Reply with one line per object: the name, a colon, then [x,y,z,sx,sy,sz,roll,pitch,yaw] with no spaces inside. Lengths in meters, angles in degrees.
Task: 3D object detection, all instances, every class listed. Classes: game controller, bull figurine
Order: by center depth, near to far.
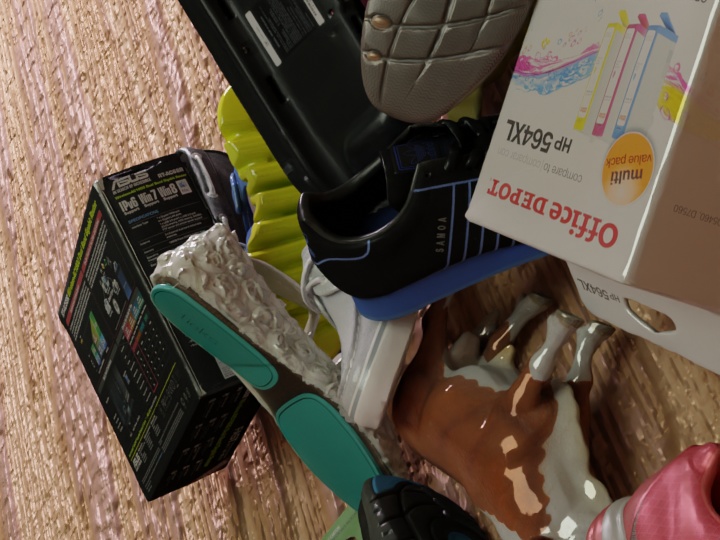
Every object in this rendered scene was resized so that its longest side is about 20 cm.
bull figurine: [0.078,0.074,0.916,0.200,0.065,0.122,27,98,58]
game controller: [-0.042,-0.133,0.986,0.104,0.042,0.201,-35,85,38]

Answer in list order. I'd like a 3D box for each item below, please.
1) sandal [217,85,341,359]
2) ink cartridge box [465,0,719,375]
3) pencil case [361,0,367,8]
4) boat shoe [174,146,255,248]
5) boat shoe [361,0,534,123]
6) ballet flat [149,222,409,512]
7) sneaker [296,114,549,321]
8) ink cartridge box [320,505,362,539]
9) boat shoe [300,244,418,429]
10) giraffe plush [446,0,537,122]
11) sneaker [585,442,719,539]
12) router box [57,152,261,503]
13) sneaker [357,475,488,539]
sandal: [-0.044,-0.022,1.159,0.087,0.079,0.201,92,172,-68]
ink cartridge box: [0.148,-0.065,0.802,0.128,0.125,0.201,26,99,58]
pencil case: [-0.024,-0.167,1.036,0.088,0.088,0.201,10,122,59]
boat shoe: [-0.095,-0.001,1.220,0.074,0.068,0.201,-41,45,43]
boat shoe: [0.064,-0.160,0.852,0.201,0.075,0.072,-63,-12,8]
ballet flat: [-0.032,0.051,1.022,0.072,0.200,0.072,-41,12,11]
sneaker: [0.063,-0.046,0.909,0.199,0.078,0.070,-29,41,14]
ink cartridge box: [-0.019,0.222,1.012,0.104,0.059,0.201,-55,37,30]
boat shoe: [0.000,0.000,1.013,0.072,0.068,0.201,107,174,-51]
giraffe plush: [0.088,-0.178,0.942,0.161,0.173,0.201,-25,43,26]
sneaker: [0.159,0.152,0.746,0.087,0.073,0.201,-53,39,27]
router box: [-0.125,0.041,1.151,0.151,0.062,0.200,61,154,15]
sneaker: [0.035,0.187,0.929,0.082,0.073,0.200,-60,34,26]
